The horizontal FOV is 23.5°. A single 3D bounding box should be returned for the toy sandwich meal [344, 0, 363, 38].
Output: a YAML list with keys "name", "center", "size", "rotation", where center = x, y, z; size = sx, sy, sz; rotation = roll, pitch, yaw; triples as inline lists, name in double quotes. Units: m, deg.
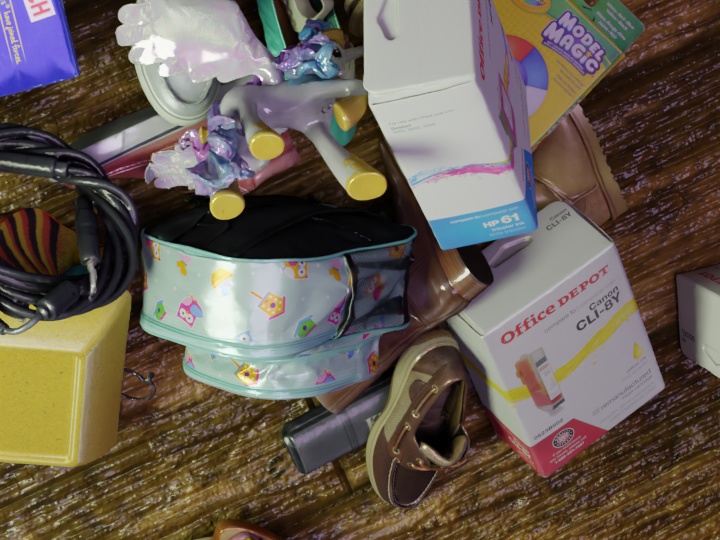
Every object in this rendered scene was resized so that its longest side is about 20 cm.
- name: "toy sandwich meal"
  center: [0.066, -0.261, 1.385]
  size: [0.205, 0.205, 0.070]
  rotation: [-31, 82, -8]

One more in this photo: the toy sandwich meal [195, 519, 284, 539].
- name: "toy sandwich meal"
  center: [-0.123, 0.322, 1.523]
  size: [0.205, 0.070, 0.206]
  rotation: [-5, 107, -17]

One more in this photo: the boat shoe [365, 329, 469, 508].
- name: "boat shoe"
  center: [0.058, 0.146, 1.508]
  size: [0.072, 0.072, 0.200]
  rotation: [-9, 134, -28]

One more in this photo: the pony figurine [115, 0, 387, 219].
- name: "pony figurine"
  center: [-0.076, -0.117, 1.271]
  size: [0.193, 0.200, 0.167]
  rotation: [-9, 124, 0]

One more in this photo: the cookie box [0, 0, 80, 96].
- name: "cookie box"
  center: [-0.330, -0.205, 1.301]
  size: [0.200, 0.075, 0.171]
  rotation: [-16, 110, -14]

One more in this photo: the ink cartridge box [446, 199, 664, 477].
- name: "ink cartridge box"
  center: [0.167, 0.061, 1.511]
  size: [0.145, 0.083, 0.200]
  rotation: [-35, 132, -9]

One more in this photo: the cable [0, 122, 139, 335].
- name: "cable"
  center: [-0.257, -0.049, 1.284]
  size: [0.200, 0.051, 0.163]
  rotation: [46, 53, 14]

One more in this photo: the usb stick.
- name: "usb stick"
  center: [0.023, 0.117, 1.541]
  size: [0.200, 0.033, 0.056]
  rotation: [-27, 119, -11]

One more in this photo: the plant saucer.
- name: "plant saucer"
  center: [-0.285, 0.087, 1.350]
  size: [0.200, 0.049, 0.200]
  rotation: [5, 134, -8]

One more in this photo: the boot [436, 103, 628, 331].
- name: "boot"
  center: [0.120, -0.059, 1.506]
  size: [0.200, 0.066, 0.175]
  rotation: [-34, 113, -6]

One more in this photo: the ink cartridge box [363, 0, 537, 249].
- name: "ink cartridge box"
  center: [0.069, -0.132, 1.305]
  size: [0.084, 0.145, 0.200]
  rotation: [-11, 146, 15]

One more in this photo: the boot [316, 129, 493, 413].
- name: "boot"
  center: [0.000, 0.000, 1.477]
  size: [0.200, 0.187, 0.064]
  rotation: [-41, 146, 27]

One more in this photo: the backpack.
- name: "backpack"
  center: [-0.076, 0.018, 1.368]
  size: [0.200, 0.176, 0.154]
  rotation: [-1, 104, -52]

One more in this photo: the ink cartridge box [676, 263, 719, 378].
- name: "ink cartridge box"
  center: [0.411, 0.036, 1.589]
  size: [0.200, 0.145, 0.084]
  rotation: [-14, 108, -15]

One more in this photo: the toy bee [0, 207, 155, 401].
- name: "toy bee"
  center: [-0.231, 0.003, 1.390]
  size: [0.131, 0.109, 0.200]
  rotation: [4, 145, 18]

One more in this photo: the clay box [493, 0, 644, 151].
- name: "clay box"
  center: [0.128, -0.166, 1.439]
  size: [0.115, 0.048, 0.200]
  rotation: [44, 103, 6]

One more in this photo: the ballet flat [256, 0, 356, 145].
- name: "ballet flat"
  center: [-0.042, -0.191, 1.389]
  size: [0.067, 0.070, 0.200]
  rotation: [-26, 104, -27]

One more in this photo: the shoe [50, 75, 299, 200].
- name: "shoe"
  center: [-0.148, -0.089, 1.400]
  size: [0.200, 0.071, 0.091]
  rotation: [-26, 107, -15]

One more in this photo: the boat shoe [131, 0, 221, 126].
- name: "boat shoe"
  center: [-0.139, -0.215, 1.338]
  size: [0.070, 0.072, 0.201]
  rotation: [-2, 87, -16]
